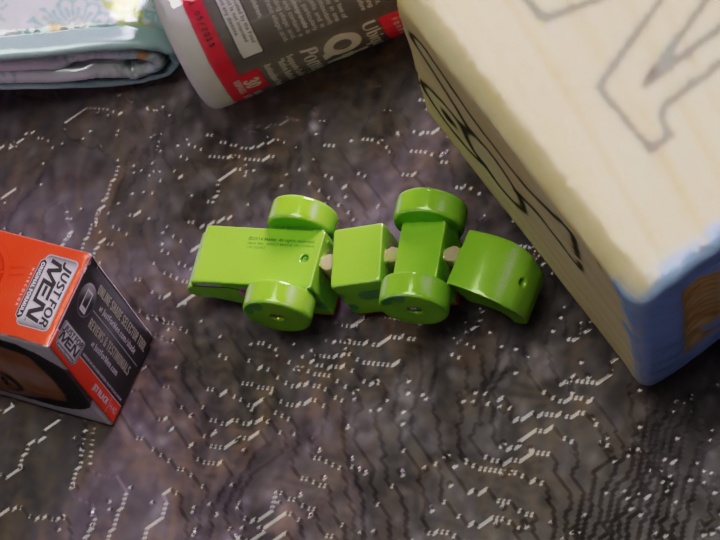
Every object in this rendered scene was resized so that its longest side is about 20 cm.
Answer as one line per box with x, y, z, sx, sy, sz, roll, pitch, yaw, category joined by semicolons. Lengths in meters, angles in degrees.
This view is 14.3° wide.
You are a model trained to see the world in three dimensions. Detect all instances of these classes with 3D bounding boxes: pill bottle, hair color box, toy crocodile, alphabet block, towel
-0.014;-0.176;1.607;0.200;0.111;0.111;-22;58;7;pill bottle
-0.226;0.017;1.579;0.200;0.102;0.061;13;67;25;hair color box
0.000;0.000;1.541;0.200;0.062;0.068;-2;62;23;toy crocodile
0.157;-0.091;1.429;0.196;0.195;0.200;-36;75;-5;alphabet block
-0.208;-0.186;1.685;0.200;0.048;0.171;-2;61;-6;towel
